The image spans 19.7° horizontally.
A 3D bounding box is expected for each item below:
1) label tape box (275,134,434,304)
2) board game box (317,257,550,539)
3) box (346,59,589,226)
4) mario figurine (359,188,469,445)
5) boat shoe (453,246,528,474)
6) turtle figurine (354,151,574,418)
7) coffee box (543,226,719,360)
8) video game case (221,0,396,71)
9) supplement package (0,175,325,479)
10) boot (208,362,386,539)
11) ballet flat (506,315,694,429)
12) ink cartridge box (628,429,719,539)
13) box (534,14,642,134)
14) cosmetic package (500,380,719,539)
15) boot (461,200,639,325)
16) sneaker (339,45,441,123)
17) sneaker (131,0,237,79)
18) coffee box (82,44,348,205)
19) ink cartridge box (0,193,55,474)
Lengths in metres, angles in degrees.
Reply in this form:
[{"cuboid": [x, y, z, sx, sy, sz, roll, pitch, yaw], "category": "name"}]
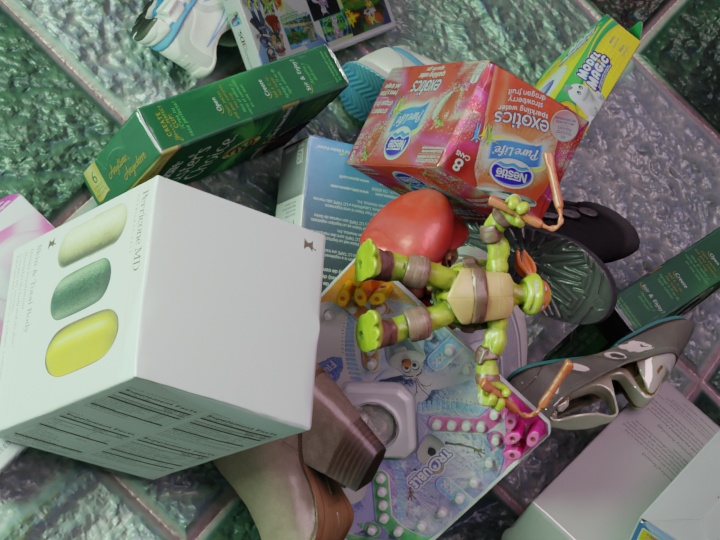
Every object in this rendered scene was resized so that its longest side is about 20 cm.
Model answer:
[{"cuboid": [0.000, 0.000, 1.735, 0.144, 0.063, 0.200, 11, 77, -25], "category": "label tape box"}, {"cuboid": [0.010, 0.120, 1.602, 0.200, 0.200, 0.026, 43, 26, -3], "category": "board game box"}, {"cuboid": [0.080, -0.101, 1.639, 0.100, 0.200, 0.096, 29, 83, -21], "category": "box"}, {"cuboid": [0.050, 0.031, 1.630, 0.123, 0.200, 0.106, 7, 20, 0], "category": "mario figurine"}, {"cuboid": [0.096, 0.083, 1.699, 0.072, 0.070, 0.201, -35, 119, -55], "category": "boat shoe"}, {"cuboid": [0.077, 0.009, 1.531, 0.161, 0.064, 0.200, 1, 100, -20], "category": "turtle figurine"}, {"cuboid": [0.264, 0.028, 1.846, 0.200, 0.123, 0.044, -30, 79, -36], "category": "coffee box"}, {"cuboid": [-0.060, -0.276, 1.826, 0.200, 0.022, 0.182, -28, 101, -49], "category": "video game case"}, {"cuboid": [-0.148, 0.047, 1.499, 0.151, 0.200, 0.152, 20, 64, -34], "category": "supplement package"}, {"cuboid": [-0.073, 0.156, 1.581, 0.146, 0.200, 0.070, 33, 15, 17], "category": "boot"}, {"cuboid": [0.206, 0.093, 1.704, 0.200, 0.067, 0.064, -16, 60, -30], "category": "ballet flat"}, {"cuboid": [0.262, 0.243, 1.692, 0.076, 0.200, 0.136, 36, 49, 17], "category": "ink cartridge box"}, {"cuboid": [0.185, -0.152, 1.899, 0.048, 0.117, 0.200, 41, 51, -6], "category": "box"}, {"cuboid": [0.204, 0.189, 1.726, 0.085, 0.108, 0.200, 42, 52, 9], "category": "cosmetic package"}, {"cuboid": [0.186, -0.012, 1.777, 0.165, 0.066, 0.200, 30, 17, 27], "category": "boot"}, {"cuboid": [0.078, -0.135, 1.826, 0.200, 0.077, 0.081, 39, 46, 20], "category": "sneaker"}, {"cuboid": [-0.124, -0.243, 1.811, 0.087, 0.075, 0.200, 42, 53, -21], "category": "sneaker"}, {"cuboid": [-0.119, -0.115, 1.693, 0.200, 0.123, 0.044, -24, 81, -38], "category": "coffee box"}, {"cuboid": [-0.292, 0.034, 1.571, 0.200, 0.043, 0.196, 44, 52, -4], "category": "ink cartridge box"}]
